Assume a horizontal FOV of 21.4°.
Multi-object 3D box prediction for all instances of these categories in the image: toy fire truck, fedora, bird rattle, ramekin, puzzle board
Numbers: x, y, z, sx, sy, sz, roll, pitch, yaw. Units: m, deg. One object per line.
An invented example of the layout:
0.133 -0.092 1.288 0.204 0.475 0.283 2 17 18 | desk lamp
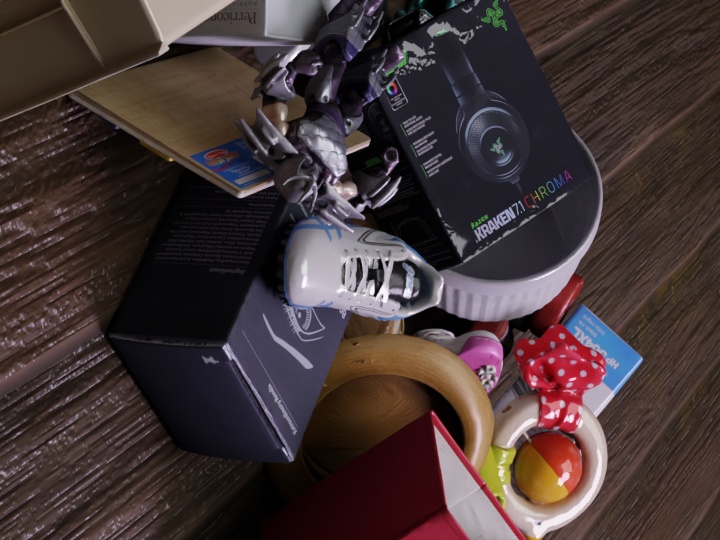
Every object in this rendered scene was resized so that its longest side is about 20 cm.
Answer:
0.130 0.056 1.886 0.169 0.112 0.200 -57 173 -4 | toy fire truck
0.011 0.131 1.626 0.082 0.198 0.203 -118 -162 -67 | fedora
0.161 0.158 1.761 0.200 0.112 0.164 -43 114 -18 | bird rattle
0.119 -0.048 1.764 0.105 0.198 0.202 93 14 -60 | ramekin
-0.098 -0.107 1.379 0.200 0.150 0.018 -29 147 -59 | puzzle board

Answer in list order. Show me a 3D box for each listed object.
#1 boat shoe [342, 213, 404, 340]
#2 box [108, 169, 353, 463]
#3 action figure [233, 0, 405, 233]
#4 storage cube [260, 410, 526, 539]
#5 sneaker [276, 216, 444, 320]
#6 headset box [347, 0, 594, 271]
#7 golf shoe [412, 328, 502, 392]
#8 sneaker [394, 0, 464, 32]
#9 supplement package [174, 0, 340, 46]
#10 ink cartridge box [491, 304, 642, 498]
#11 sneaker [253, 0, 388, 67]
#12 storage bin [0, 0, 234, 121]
0.003 0.041 1.681 0.069 0.073 0.202 -94 -176 -72 | boat shoe
-0.086 0.021 1.449 0.201 0.103 0.149 -67 147 -35 | box
-0.021 -0.112 1.339 0.131 0.069 0.201 55 34 -29 | action figure
0.036 0.255 1.526 0.172 0.179 0.200 53 10 -18 | storage cube
0.000 0.000 1.427 0.199 0.072 0.073 7 88 -62 | sneaker
0.076 -0.124 1.623 0.173 0.092 0.201 -31 97 -33 | headset box
0.067 0.084 1.726 0.075 0.200 0.092 13 62 -21 | golf shoe
0.088 -0.234 1.819 0.200 0.077 0.092 -44 127 -56 | sneaker
-0.089 -0.268 1.403 0.117 0.116 0.203 -7 98 -64 | supplement package
0.178 0.142 1.873 0.200 0.084 0.146 -48 174 -5 | ink cartridge box
-0.025 -0.206 1.586 0.100 0.070 0.201 64 34 -36 | sneaker
-0.163 -0.180 1.179 0.094 0.197 0.200 64 34 -15 | storage bin
